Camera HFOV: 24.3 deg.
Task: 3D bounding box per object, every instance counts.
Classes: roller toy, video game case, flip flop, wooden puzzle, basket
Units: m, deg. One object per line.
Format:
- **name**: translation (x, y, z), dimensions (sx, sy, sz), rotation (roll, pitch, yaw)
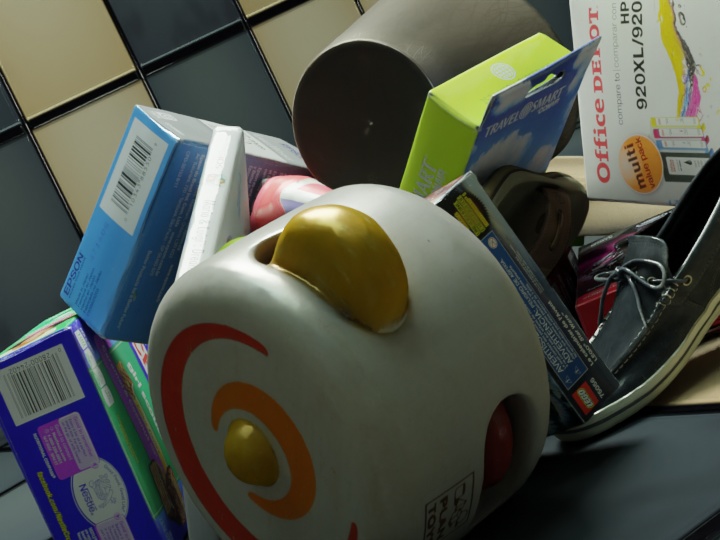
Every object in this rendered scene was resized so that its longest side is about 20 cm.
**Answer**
- **roller toy**: translation (-0.010, 0.063, 0.821), dimensions (0.139, 0.184, 0.199), rotation (-30, 5, -38)
- **video game case**: translation (-0.087, 0.045, 1.026), dimensions (0.023, 0.201, 0.183), rotation (2, 40, 4)
- **flip flop**: translation (0.105, -0.019, 1.046), dimensions (0.081, 0.057, 0.199), rotation (-59, -22, 19)
- **wooden puzzle**: translation (0.150, -0.047, 1.267), dimensions (0.184, 0.047, 0.200), rotation (-3, 15, -24)
- **basket**: translation (0.044, -0.123, 1.170), dimensions (0.136, 0.180, 0.200), rotation (-56, -11, 28)

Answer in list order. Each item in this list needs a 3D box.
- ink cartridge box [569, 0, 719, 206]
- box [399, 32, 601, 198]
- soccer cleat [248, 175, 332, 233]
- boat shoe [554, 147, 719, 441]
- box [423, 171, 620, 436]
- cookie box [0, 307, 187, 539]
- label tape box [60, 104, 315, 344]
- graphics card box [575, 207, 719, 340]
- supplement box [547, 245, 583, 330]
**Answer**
- **ink cartridge box**: translation (0.254, -0.121, 1.059), dimensions (0.144, 0.149, 0.199), rotation (-14, 13, -37)
- **box**: translation (0.074, -0.061, 1.061), dimensions (0.122, 0.048, 0.201), rotation (-32, -29, -42)
- **soccer cleat**: translation (0.000, 0.000, 1.131), dimensions (0.076, 0.200, 0.067), rotation (12, 69, 40)
- **boat shoe**: translation (0.165, 0.010, 0.926), dimensions (0.200, 0.062, 0.075), rotation (-48, 16, -7)
- **box**: translation (0.032, 0.042, 0.920), dimensions (0.040, 0.137, 0.200), rotation (-40, 6, -38)
- **cookie box**: translation (-0.180, 0.112, 1.176), dimensions (0.075, 0.172, 0.200), rotation (-23, 7, 5)
- **label tape box**: translation (-0.090, -0.020, 1.150), dimensions (0.199, 0.144, 0.066), rotation (9, 20, -47)
- **graphics card box**: translation (0.203, 0.000, 1.071), dimensions (0.125, 0.051, 0.200), rotation (-23, 6, 13)
- **supplement box**: translation (0.092, 0.046, 1.098), dimensions (0.108, 0.061, 0.200), rotation (-23, 6, 18)
